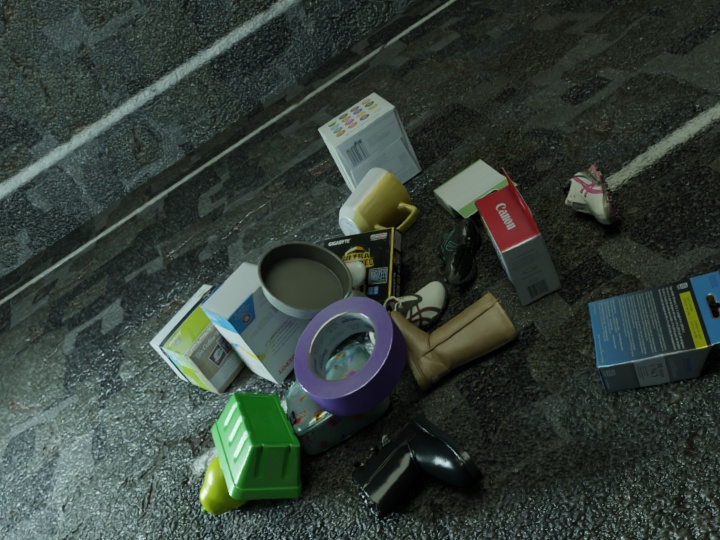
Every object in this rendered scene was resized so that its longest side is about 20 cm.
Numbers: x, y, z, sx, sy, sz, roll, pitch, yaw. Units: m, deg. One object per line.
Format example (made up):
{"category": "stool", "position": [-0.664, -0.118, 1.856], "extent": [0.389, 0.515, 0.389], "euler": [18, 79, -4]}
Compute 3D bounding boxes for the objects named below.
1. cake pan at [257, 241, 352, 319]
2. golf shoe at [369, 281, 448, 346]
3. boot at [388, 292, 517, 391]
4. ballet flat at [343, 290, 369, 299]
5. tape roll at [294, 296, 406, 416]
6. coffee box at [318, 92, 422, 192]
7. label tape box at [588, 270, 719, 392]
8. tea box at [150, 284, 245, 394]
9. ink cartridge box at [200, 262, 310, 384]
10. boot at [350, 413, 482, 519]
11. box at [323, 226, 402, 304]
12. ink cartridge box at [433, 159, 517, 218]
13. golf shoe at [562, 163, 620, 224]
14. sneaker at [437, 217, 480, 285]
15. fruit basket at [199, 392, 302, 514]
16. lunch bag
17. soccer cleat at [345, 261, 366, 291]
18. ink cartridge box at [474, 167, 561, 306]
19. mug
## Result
{"category": "cake pan", "position": [-0.113, 0.021, 1.326], "extent": [0.194, 0.037, 0.203], "euler": [11, 41, -9]}
{"category": "golf shoe", "position": [0.097, 0.081, 1.307], "extent": [0.200, 0.089, 0.076], "euler": [-44, 32, -20]}
{"category": "boot", "position": [0.161, 0.103, 1.208], "extent": [0.197, 0.066, 0.178], "euler": [-32, 63, 3]}
{"category": "ballet flat", "position": [0.003, 0.093, 1.340], "extent": [0.063, 0.200, 0.069], "euler": [29, 80, 13]}
{"category": "tape roll", "position": [-0.019, 0.149, 1.165], "extent": [0.195, 0.066, 0.204], "euler": [-18, 47, 20]}
{"category": "coffee box", "position": [0.025, -0.338, 1.837], "extent": [0.197, 0.203, 0.199], "euler": [-31, 30, -1]}
{"category": "label tape box", "position": [0.454, 0.093, 0.989], "extent": [0.195, 0.064, 0.146], "euler": [-17, 34, 25]}
{"category": "tea box", "position": [-0.351, 0.157, 1.557], "extent": [0.194, 0.135, 0.201], "euler": [6, 48, 47]}
{"category": "ink cartridge box", "position": [-0.216, 0.113, 1.432], "extent": [0.147, 0.202, 0.143], "euler": [-46, 32, -23]}
{"category": "boot", "position": [0.078, 0.316, 1.012], "extent": [0.161, 0.074, 0.197], "euler": [-38, 24, -14]}
{"category": "box", "position": [0.000, 0.000, 1.470], "extent": [0.195, 0.049, 0.165], "euler": [-7, 73, 35]}
{"category": "ink cartridge box", "position": [0.271, -0.179, 1.544], "extent": [0.143, 0.048, 0.201], "euler": [-33, 32, 0]}
{"category": "golf shoe", "position": [0.456, -0.136, 1.304], "extent": [0.090, 0.073, 0.201], "euler": [-27, 21, 20]}
{"category": "sneaker", "position": [0.203, -0.029, 1.394], "extent": [0.078, 0.076, 0.202], "euler": [-26, 23, 34]}
{"category": "fruit basket", "position": [-0.202, 0.352, 1.187], "extent": [0.214, 0.151, 0.223], "euler": [-25, 61, 59]}
{"category": "lunch bag", "position": [-0.051, 0.236, 1.232], "extent": [0.197, 0.078, 0.161], "euler": [-31, 31, 3]}
{"category": "soccer cleat", "position": [-0.074, 0.031, 1.425], "extent": [0.196, 0.084, 0.071], "euler": [-21, 73, 34]}
{"category": "ink cartridge box", "position": [0.289, -0.070, 1.254], "extent": [0.082, 0.178, 0.202], "euler": [-24, 31, 9]}
{"category": "mug", "position": [0.033, -0.147, 1.598], "extent": [0.153, 0.151, 0.185], "euler": [-44, 12, -23]}
